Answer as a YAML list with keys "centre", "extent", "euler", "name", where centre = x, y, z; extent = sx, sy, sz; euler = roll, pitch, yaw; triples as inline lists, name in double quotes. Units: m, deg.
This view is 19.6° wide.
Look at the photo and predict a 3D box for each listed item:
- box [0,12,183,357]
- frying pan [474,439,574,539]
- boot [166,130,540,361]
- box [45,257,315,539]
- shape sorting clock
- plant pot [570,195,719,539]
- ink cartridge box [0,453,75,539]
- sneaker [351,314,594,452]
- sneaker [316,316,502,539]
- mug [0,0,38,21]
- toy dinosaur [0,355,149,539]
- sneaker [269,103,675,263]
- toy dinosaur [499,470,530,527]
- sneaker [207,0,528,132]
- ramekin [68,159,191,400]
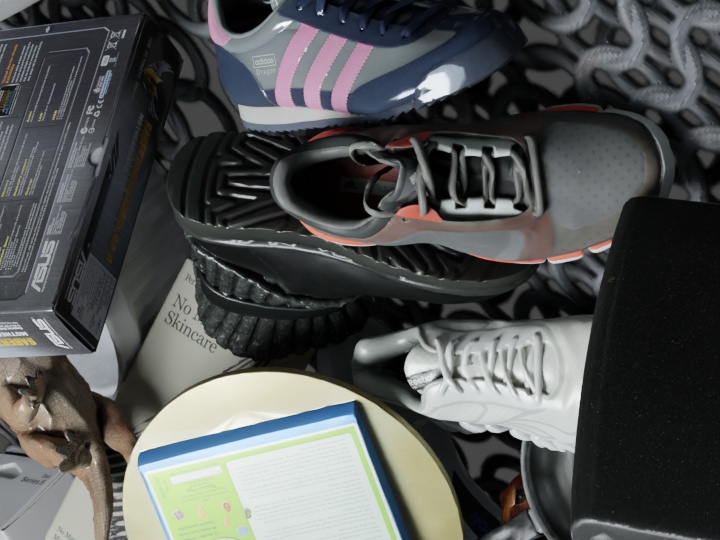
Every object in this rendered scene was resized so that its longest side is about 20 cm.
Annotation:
- centre: [-0.200, -0.047, 1.185]
  extent: [0.158, 0.200, 0.048]
  euler: [-4, 147, 27]
  name: "box"
- centre: [0.121, 0.137, 1.141]
  extent: [0.115, 0.031, 0.190]
  euler: [43, 119, 30]
  name: "frying pan"
- centre: [0.000, -0.002, 1.147]
  extent: [0.211, 0.079, 0.158]
  euler: [13, 151, 15]
  name: "boot"
- centre: [-0.107, 0.099, 1.281]
  extent: [0.082, 0.200, 0.068]
  euler: [29, -174, 28]
  name: "box"
- centre: [-0.039, 0.144, 1.186]
  extent: [0.200, 0.039, 0.200]
  euler: [5, 111, 14]
  name: "shape sorting clock"
- centre: [0.193, 0.105, 0.926]
  extent: [0.199, 0.177, 0.200]
  euler: [7, 131, 26]
  name: "plant pot"
- centre: [-0.257, 0.255, 1.718]
  extent: [0.145, 0.084, 0.200]
  euler: [0, 126, 49]
  name: "ink cartridge box"
- centre: [0.076, 0.056, 1.113]
  extent: [0.081, 0.075, 0.200]
  euler: [13, 168, -40]
  name: "sneaker"
- centre: [0.015, 0.121, 1.280]
  extent: [0.200, 0.073, 0.112]
  euler: [59, 154, -9]
  name: "sneaker"
- centre: [-0.270, -0.172, 1.206]
  extent: [0.149, 0.153, 0.187]
  euler: [34, 146, 17]
  name: "mug"
- centre: [-0.192, 0.075, 1.242]
  extent: [0.135, 0.086, 0.200]
  euler: [-12, 109, 53]
  name: "toy dinosaur"
- centre: [0.048, -0.038, 1.000]
  extent: [0.200, 0.082, 0.077]
  euler: [-5, 90, 20]
  name: "sneaker"
- centre: [0.128, 0.202, 1.233]
  extent: [0.182, 0.105, 0.200]
  euler: [66, 161, 7]
  name: "toy dinosaur"
- centre: [-0.007, -0.120, 1.045]
  extent: [0.200, 0.070, 0.082]
  euler: [-4, 117, 45]
  name: "sneaker"
- centre: [-0.192, -0.013, 1.336]
  extent: [0.200, 0.105, 0.200]
  euler: [29, 143, 25]
  name: "ramekin"
